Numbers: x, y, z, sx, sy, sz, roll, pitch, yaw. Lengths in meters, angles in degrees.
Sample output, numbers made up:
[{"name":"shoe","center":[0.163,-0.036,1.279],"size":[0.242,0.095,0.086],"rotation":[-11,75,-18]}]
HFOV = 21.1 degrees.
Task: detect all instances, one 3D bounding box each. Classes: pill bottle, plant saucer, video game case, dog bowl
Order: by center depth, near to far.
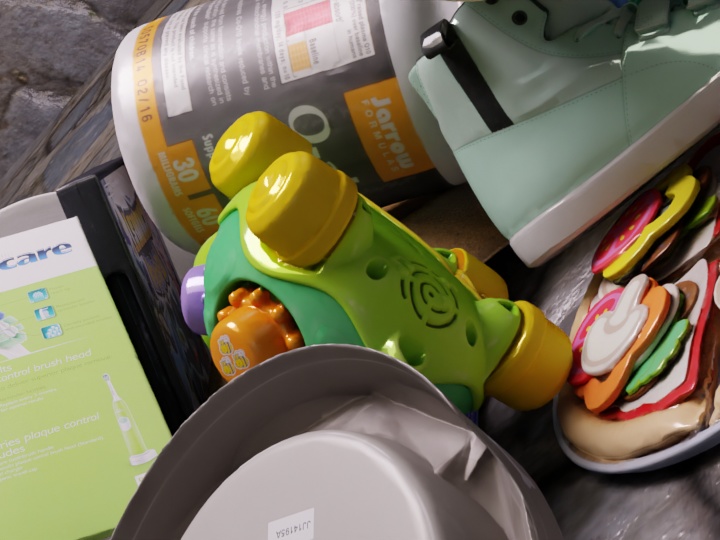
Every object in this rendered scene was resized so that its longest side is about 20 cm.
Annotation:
[{"name":"dog bowl","center":[-0.012,0.128,0.655],"size":[0.200,0.059,0.201],"rotation":[-23,54,36]},{"name":"pill bottle","center":[-0.006,-0.085,0.902],"size":[0.199,0.117,0.116],"rotation":[-15,29,18]},{"name":"plant saucer","center":[0.000,0.000,0.955],"size":[0.200,0.035,0.200],"rotation":[-32,7,5]},{"name":"video game case","center":[-0.103,0.032,0.999],"size":[0.025,0.181,0.200],"rotation":[-21,7,-1]}]

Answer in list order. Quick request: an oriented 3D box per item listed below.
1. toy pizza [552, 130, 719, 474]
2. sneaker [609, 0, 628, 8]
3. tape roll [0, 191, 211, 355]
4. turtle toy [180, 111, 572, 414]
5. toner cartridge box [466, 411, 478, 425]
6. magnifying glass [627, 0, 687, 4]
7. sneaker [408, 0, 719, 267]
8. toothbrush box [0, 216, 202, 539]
[{"name":"toy pizza","center":[0.136,-0.011,0.726],"size":[0.200,0.032,0.200],"rotation":[-46,16,18]},{"name":"sneaker","center":[0.077,-0.150,1.108],"size":[0.071,0.083,0.200],"rotation":[-55,16,-21]},{"name":"tape roll","center":[-0.159,0.056,1.100],"size":[0.203,0.203,0.037],"rotation":[-58,17,-21]},{"name":"turtle toy","center":[-0.014,0.015,0.781],"size":[0.101,0.146,0.200],"rotation":[-55,21,4]},{"name":"toner cartridge box","center":[0.000,0.096,0.815],"size":[0.095,0.043,0.200],"rotation":[-31,22,20]},{"name":"magnifying glass","center":[0.138,-0.117,0.987],"size":[0.200,0.022,0.080],"rotation":[-44,17,18]},{"name":"sneaker","center":[0.110,-0.106,0.778],"size":[0.200,0.118,0.074],"rotation":[-39,-6,16]},{"name":"toothbrush box","center":[-0.125,0.097,0.834],"size":[0.086,0.146,0.200],"rotation":[-16,41,-12]}]
